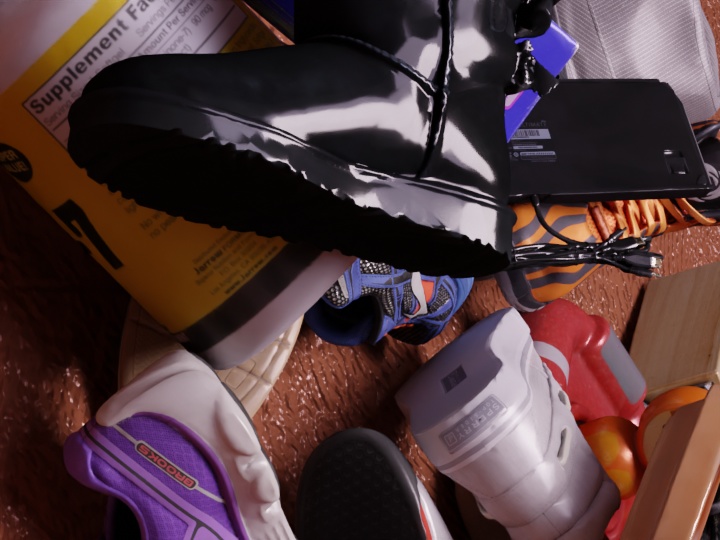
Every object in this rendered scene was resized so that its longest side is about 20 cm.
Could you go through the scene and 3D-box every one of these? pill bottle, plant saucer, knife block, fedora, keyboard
[{"bbox_3d":[-0.087,-0.068,1.061,0.200,0.114,0.114,46,32,-9],"label":"pill bottle"},{"bbox_3d":[0.128,0.146,1.239,0.200,0.032,0.201,19,90,-80],"label":"plant saucer"},{"bbox_3d":[0.188,0.070,1.581,0.175,0.064,0.201,37,42,-60],"label":"knife block"},{"bbox_3d":[0.159,-0.140,1.611,0.177,0.090,0.201,59,17,-57],"label":"fedora"},{"bbox_3d":[0.082,-0.043,1.366,0.021,0.199,0.128,109,-27,-51],"label":"keyboard"}]

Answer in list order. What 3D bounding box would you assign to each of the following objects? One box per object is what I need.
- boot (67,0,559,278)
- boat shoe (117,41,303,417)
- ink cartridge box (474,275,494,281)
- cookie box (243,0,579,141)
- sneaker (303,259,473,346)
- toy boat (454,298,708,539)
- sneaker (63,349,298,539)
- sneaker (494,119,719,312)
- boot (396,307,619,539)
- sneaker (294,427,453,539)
[{"bbox_3d":[-0.013,-0.095,1.001,0.197,0.073,0.163,15,70,-32],"label":"boot"},{"bbox_3d":[-0.060,-0.003,1.165,0.072,0.065,0.201,15,63,-9],"label":"boat shoe"},{"bbox_3d":[0.056,-0.094,1.480,0.199,0.040,0.201,-7,80,-64],"label":"ink cartridge box"},{"bbox_3d":[-0.019,-0.139,1.177,0.171,0.075,0.200,38,2,-25],"label":"cookie box"},{"bbox_3d":[0.000,0.000,1.262,0.079,0.075,0.200,-63,161,-11],"label":"sneaker"},{"bbox_3d":[0.131,0.097,1.398,0.131,0.130,0.201,55,30,-29],"label":"toy boat"},{"bbox_3d":[-0.066,0.116,1.086,0.081,0.083,0.201,49,-14,50],"label":"sneaker"},{"bbox_3d":[0.139,-0.040,1.433,0.200,0.111,0.078,-41,115,-61],"label":"sneaker"},{"bbox_3d":[0.071,0.084,1.285,0.096,0.073,0.200,53,10,-7],"label":"boot"},{"bbox_3d":[0.033,0.162,1.244,0.108,0.067,0.202,-23,94,-68],"label":"sneaker"}]
